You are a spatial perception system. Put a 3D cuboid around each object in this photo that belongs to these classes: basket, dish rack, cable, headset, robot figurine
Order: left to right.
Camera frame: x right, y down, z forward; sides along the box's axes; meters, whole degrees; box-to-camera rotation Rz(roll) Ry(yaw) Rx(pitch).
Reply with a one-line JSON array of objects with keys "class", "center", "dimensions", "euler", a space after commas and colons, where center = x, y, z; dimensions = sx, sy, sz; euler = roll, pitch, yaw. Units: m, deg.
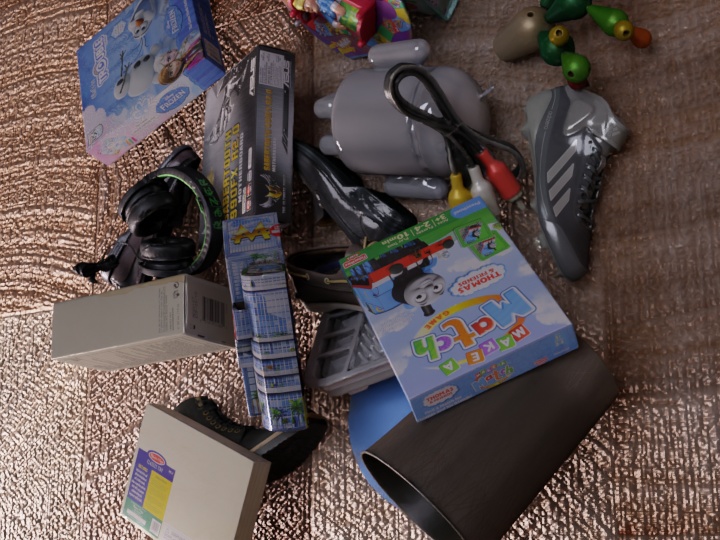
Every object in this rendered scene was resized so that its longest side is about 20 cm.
[{"class": "headset", "center": [-0.239, -0.040, 1.260], "dimensions": [0.200, 0.094, 0.124], "euler": [-26, 83, 39]}, {"class": "dish rack", "center": [0.046, 0.050, 1.115], "dimensions": [0.200, 0.044, 0.172], "euler": [-24, 27, 25]}, {"class": "robot figurine", "center": [0.050, -0.155, 1.159], "dimensions": [0.200, 0.113, 0.170], "euler": [6, 118, 32]}, {"class": "cable", "center": [0.101, -0.122, 1.068], "dimensions": [0.097, 0.200, 0.050], "euler": [-33, 33, -2]}, {"class": "basket", "center": [0.120, 0.142, 0.987], "dimensions": [0.200, 0.180, 0.136], "euler": [-43, 95, -14]}]

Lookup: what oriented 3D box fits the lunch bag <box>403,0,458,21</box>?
[{"class": "lunch bag", "center": [0.011, -0.369, 1.185], "dimensions": [0.170, 0.200, 0.122], "euler": [29, 94, 34]}]

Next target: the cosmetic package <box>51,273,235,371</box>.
[{"class": "cosmetic package", "center": [-0.250, 0.064, 1.295], "dimensions": [0.200, 0.104, 0.073], "euler": [-10, 72, 28]}]

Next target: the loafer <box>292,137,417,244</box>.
[{"class": "loafer", "center": [-0.031, -0.080, 1.217], "dimensions": [0.200, 0.073, 0.072], "euler": [41, 105, 33]}]

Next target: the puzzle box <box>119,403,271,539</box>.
[{"class": "puzzle box", "center": [-0.180, 0.232, 1.183], "dimensions": [0.200, 0.025, 0.133], "euler": [18, 95, 45]}]

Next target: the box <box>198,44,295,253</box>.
[{"class": "box", "center": [-0.130, -0.132, 1.261], "dimensions": [0.158, 0.048, 0.200], "euler": [-20, 65, 58]}]

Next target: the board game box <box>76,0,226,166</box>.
[{"class": "board game box", "center": [-0.268, -0.261, 1.395], "dimensions": [0.199, 0.043, 0.200], "euler": [-35, 48, 20]}]

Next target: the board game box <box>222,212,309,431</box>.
[{"class": "board game box", "center": [-0.098, 0.045, 1.118], "dimensions": [0.062, 0.200, 0.200], "euler": [-9, 95, -4]}]

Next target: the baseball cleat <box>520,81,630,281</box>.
[{"class": "baseball cleat", "center": [0.212, -0.093, 1.072], "dimensions": [0.106, 0.070, 0.200], "euler": [-18, 70, 27]}]

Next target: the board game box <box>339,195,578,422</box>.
[{"class": "board game box", "center": [0.081, 0.028, 0.996], "dimensions": [0.151, 0.037, 0.200], "euler": [-25, 42, -3]}]

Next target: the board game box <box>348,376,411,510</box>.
[{"class": "board game box", "center": [0.086, 0.144, 1.107], "dimensions": [0.200, 0.039, 0.158], "euler": [-31, 65, 10]}]

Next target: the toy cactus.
[{"class": "toy cactus", "center": [0.204, -0.258, 1.112], "dimensions": [0.165, 0.102, 0.200], "euler": [-27, 58, 50]}]

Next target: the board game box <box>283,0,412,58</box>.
[{"class": "board game box", "center": [-0.036, -0.281, 1.196], "dimensions": [0.039, 0.158, 0.200], "euler": [-52, 28, -19]}]

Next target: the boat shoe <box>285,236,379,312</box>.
[{"class": "boat shoe", "center": [0.000, 0.000, 1.138], "dimensions": [0.200, 0.060, 0.072], "euler": [-6, 36, 46]}]

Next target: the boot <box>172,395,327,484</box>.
[{"class": "boot", "center": [-0.140, 0.172, 1.222], "dimensions": [0.200, 0.077, 0.138], "euler": [-37, 57, 18]}]

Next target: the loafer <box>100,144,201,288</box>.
[{"class": "loafer", "center": [-0.239, -0.055, 1.348], "dimensions": [0.063, 0.072, 0.200], "euler": [37, 106, 14]}]
